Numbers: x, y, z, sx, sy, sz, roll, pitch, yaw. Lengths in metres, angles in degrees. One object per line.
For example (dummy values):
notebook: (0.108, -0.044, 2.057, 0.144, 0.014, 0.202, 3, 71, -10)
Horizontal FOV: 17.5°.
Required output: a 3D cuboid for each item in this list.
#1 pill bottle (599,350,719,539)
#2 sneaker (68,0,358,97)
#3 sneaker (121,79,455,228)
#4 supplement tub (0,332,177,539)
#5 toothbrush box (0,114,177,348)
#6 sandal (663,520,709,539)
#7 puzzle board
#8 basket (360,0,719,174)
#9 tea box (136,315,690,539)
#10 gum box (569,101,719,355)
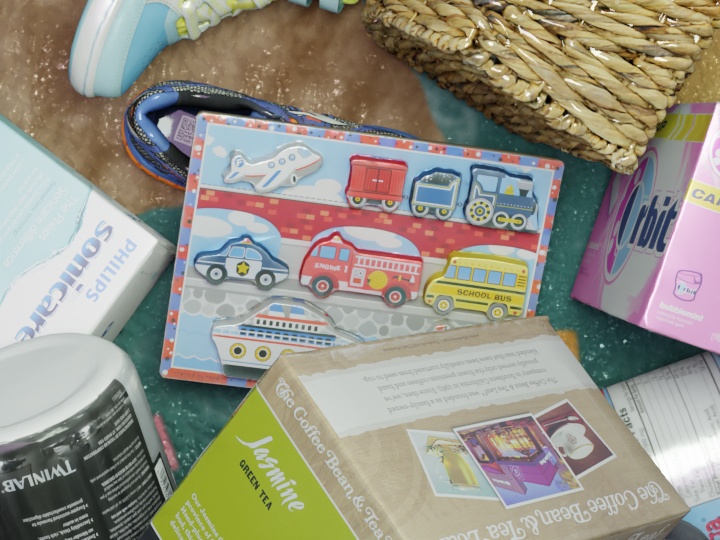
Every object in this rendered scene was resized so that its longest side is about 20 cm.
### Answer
pill bottle: (0.174, 0.104, 1.244, 0.199, 0.109, 0.109, -20, 86, 4)
sneaker: (-0.063, -0.158, 1.282, 0.130, 0.080, 0.200, 31, 80, 5)
sneaker: (-0.041, -0.057, 1.285, 0.199, 0.078, 0.076, 12, 89, 5)
supplement tub: (-0.147, 0.144, 1.212, 0.122, 0.123, 0.201, -14, 114, 4)
toothbrush box: (-0.224, -0.015, 1.293, 0.200, 0.085, 0.147, 36, 90, 5)
sandal: (0.117, 0.206, 1.223, 0.076, 0.043, 0.200, 18, 128, -10)
puzzle board: (0.000, 0.000, 1.264, 0.199, 0.017, 0.151, 7, 107, -7)
basket: (0.095, -0.155, 1.208, 0.143, 0.200, 0.149, 32, 91, -16)
tea box: (0.014, 0.139, 1.133, 0.197, 0.200, 0.134, -51, 62, 32)
gum box: (0.171, -0.023, 1.209, 0.066, 0.200, 0.114, 19, 92, -6)
